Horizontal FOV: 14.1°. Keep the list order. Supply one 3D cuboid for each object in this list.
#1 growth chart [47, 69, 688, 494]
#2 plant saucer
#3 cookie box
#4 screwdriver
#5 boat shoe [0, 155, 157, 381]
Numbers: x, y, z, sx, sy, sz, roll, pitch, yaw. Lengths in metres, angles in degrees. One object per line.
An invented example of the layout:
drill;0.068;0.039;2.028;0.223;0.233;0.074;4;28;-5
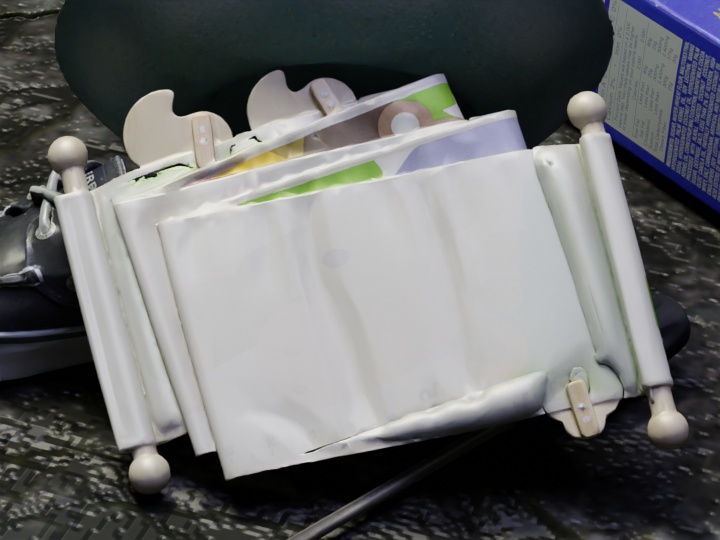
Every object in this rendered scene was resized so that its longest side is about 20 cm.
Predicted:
growth chart;0.000;0.000;0.963;0.199;0.018;0.145;-7;73;0
plant saucer;-0.010;-0.063;1.034;0.200;0.201;0.039;3;63;-5
cookie box;0.169;-0.100;1.197;0.171;0.075;0.200;-15;38;-33
screwdriver;0.041;0.058;0.983;0.200;0.029;0.028;-32;47;-33
boat shoe;-0.093;-0.007;1.013;0.199;0.068;0.072;-2;32;-12
